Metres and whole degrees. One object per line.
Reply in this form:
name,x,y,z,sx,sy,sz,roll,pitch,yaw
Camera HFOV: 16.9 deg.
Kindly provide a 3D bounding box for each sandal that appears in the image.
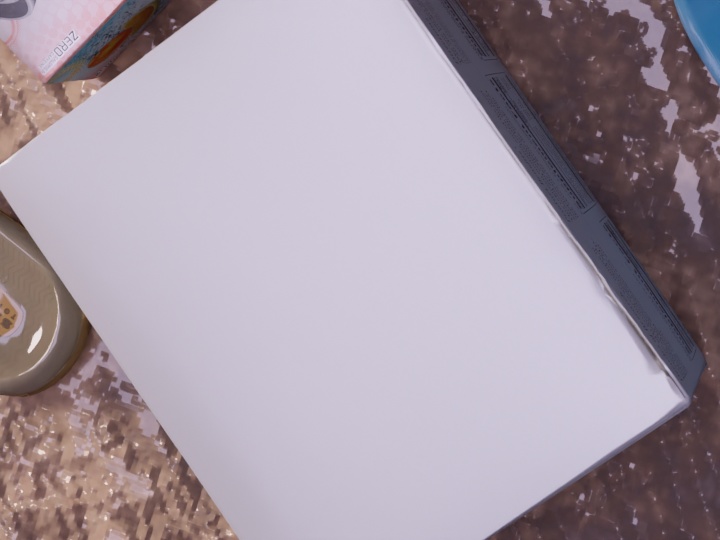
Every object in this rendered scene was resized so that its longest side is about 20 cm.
sandal,-0.194,-0.019,0.915,0.200,0.054,0.080,33,100,6

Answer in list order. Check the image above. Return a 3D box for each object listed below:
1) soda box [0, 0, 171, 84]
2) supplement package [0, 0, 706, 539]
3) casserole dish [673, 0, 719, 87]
soda box,-0.061,-0.159,0.871,0.068,0.064,0.200,46,101,4
supplement package,0.000,0.000,0.851,0.156,0.111,0.200,-35,88,12
casserole dish,0.188,-0.062,0.819,0.200,0.039,0.121,55,146,3
